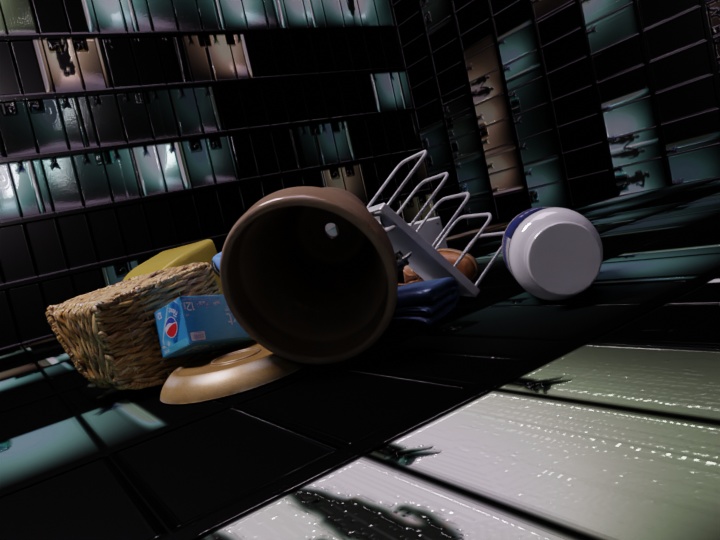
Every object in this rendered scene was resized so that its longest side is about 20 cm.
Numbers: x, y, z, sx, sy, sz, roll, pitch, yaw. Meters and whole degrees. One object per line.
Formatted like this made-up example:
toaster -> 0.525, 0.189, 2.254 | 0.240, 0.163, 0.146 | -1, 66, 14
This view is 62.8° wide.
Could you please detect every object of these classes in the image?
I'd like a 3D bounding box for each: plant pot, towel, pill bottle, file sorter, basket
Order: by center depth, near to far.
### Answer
plant pot -> -0.045, -0.019, 0.706 | 0.197, 0.203, 0.175 | -12, 22, 15
plant pot -> -0.153, 0.118, 0.738 | 0.197, 0.028, 0.200 | -14, 5, 1
pill bottle -> 0.240, -0.024, 0.746 | 0.109, 0.113, 0.200 | -13, 4, 10
towel -> 0.037, 0.053, 0.834 | 0.198, 0.049, 0.111 | -12, 5, 35
basket -> -0.308, 0.085, 0.842 | 0.147, 0.145, 0.199 | -7, 13, 38
file sorter -> 0.117, -0.071, 0.935 | 0.125, 0.199, 0.139 | -51, 13, -9
plant pot -> -0.446, 0.064, 1.387 | 0.192, 0.198, 0.200 | -11, 14, 32

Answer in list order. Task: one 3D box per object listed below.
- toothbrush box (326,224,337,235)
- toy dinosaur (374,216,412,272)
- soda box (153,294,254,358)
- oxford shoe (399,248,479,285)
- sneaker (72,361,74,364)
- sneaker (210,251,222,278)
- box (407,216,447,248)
toothbrush box -> -0.089, -0.009, 1.006 | 0.084, 0.203, 0.146 | -14, 5, -22
toy dinosaur -> 0.000, 0.000, 0.854 | 0.135, 0.103, 0.199 | -38, 36, -18
soda box -> -0.179, 0.073, 0.825 | 0.067, 0.065, 0.198 | -26, -17, 36
oxford shoe -> 0.115, 0.005, 1.068 | 0.197, 0.072, 0.071 | -2, 21, 29
sneaker -> -0.415, 0.141, 1.074 | 0.197, 0.071, 0.100 | -10, -3, -2
sneaker -> -0.189, 0.026, 1.078 | 0.199, 0.072, 0.082 | 39, -26, -32
box -> 0.085, -0.031, 1.260 | 0.096, 0.127, 0.199 | -17, 5, -37
